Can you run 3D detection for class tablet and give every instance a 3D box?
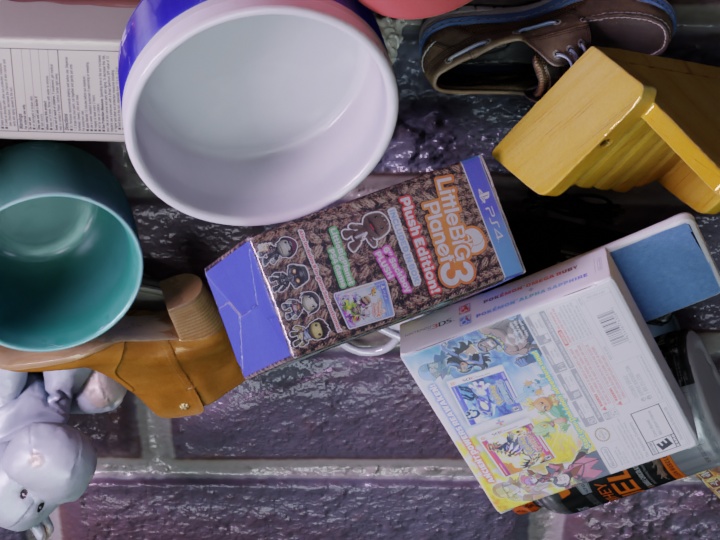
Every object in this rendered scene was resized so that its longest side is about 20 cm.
[{"bbox_3d":[0.188,0.020,1.676,0.199,0.014,0.130,-22,146,12],"label":"tablet"}]

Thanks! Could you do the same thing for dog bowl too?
[{"bbox_3d":[-0.075,-0.132,1.502,0.198,0.079,0.201,-7,134,-7],"label":"dog bowl"}]

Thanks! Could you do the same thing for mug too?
[{"bbox_3d":[-0.273,-0.024,1.675,0.183,0.115,0.153,-12,126,-8],"label":"mug"}]

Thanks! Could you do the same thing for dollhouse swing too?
[{"bbox_3d":[0.248,-0.062,1.568,0.199,0.177,0.182,4,141,-42],"label":"dollhouse swing"}]

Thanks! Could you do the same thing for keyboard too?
[{"bbox_3d":[0.179,-0.020,1.736,0.198,0.040,0.105,11,109,-16],"label":"keyboard"}]

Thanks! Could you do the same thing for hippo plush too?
[{"bbox_3d":[-0.307,0.139,1.821,0.199,0.162,0.159,-30,128,26],"label":"hippo plush"}]

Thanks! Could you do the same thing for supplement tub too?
[{"bbox_3d":[0.214,0.136,1.797,0.199,0.123,0.123,-21,131,20],"label":"supplement tub"}]

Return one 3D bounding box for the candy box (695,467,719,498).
[{"bbox_3d":[0.398,0.186,1.943,0.115,0.056,0.200,-30,127,26],"label":"candy box"}]

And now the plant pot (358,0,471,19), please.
[{"bbox_3d":[0.020,-0.278,1.402,0.199,0.202,0.178,-16,143,16],"label":"plant pot"}]

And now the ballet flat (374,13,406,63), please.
[{"bbox_3d":[-0.046,-0.214,1.554,0.199,0.072,0.072,32,127,-30],"label":"ballet flat"}]

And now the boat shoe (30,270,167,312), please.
[{"bbox_3d":[-0.254,0.014,1.782,0.198,0.057,0.067,-1,138,-7],"label":"boat shoe"}]

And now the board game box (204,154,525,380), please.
[{"bbox_3d":[0.000,0.000,1.611,0.199,0.098,0.159,-20,177,-19],"label":"board game box"}]

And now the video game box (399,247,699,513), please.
[{"bbox_3d":[0.153,0.093,1.666,0.181,0.047,0.201,-22,126,14],"label":"video game box"}]

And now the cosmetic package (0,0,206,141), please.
[{"bbox_3d":[-0.212,-0.162,1.576,0.198,0.088,0.104,2,135,-3],"label":"cosmetic package"}]

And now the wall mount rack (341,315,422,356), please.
[{"bbox_3d":[0.058,0.041,1.777,0.173,0.075,0.200,25,130,-13],"label":"wall mount rack"}]

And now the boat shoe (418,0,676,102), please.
[{"bbox_3d":[0.145,-0.163,1.586,0.198,0.073,0.073,-8,134,8],"label":"boat shoe"}]

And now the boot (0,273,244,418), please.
[{"bbox_3d":[-0.200,0.082,1.770,0.200,0.071,0.145,-16,138,3],"label":"boot"}]

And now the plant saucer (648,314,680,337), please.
[{"bbox_3d":[0.184,0.061,1.833,0.198,0.036,0.201,0,135,0],"label":"plant saucer"}]
